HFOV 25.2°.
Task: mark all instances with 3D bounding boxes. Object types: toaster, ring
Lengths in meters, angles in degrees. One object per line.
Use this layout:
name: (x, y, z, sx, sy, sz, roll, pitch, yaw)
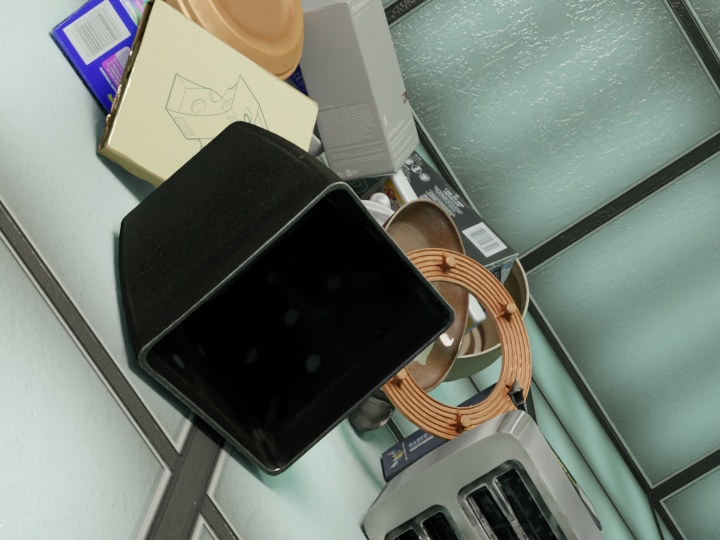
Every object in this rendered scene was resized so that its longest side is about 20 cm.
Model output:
toaster: (0.117, 0.239, 1.505, 0.201, 0.180, 0.119, 59, 12, 2)
ring: (0.093, 0.071, 1.599, 0.199, 0.019, 0.203, 14, 63, -29)

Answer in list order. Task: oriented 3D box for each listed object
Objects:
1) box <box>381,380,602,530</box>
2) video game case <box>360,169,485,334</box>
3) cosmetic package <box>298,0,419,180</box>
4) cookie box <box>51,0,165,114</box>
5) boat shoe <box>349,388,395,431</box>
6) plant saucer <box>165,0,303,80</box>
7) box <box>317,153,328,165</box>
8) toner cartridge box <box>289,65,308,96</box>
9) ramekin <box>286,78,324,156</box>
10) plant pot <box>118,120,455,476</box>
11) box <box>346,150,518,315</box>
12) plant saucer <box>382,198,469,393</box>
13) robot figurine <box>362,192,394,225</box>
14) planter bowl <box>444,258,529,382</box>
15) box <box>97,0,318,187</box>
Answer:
box: (0.139, 0.234, 1.698, 0.201, 0.157, 0.051, 53, 10, -23)
video game case: (0.038, 0.013, 1.856, 0.023, 0.182, 0.201, -17, 73, -44)
cosmetic package: (-0.007, -0.212, 1.794, 0.107, 0.089, 0.202, -55, 135, -58)
cookie box: (-0.203, -0.196, 1.549, 0.172, 0.075, 0.200, 56, 10, -13)
boat shoe: (0.012, 0.126, 1.737, 0.066, 0.058, 0.200, 24, 7, 2)
plant saucer: (-0.124, -0.283, 1.642, 0.199, 0.037, 0.202, 30, 47, -39)
box: (-0.031, -0.081, 2.064, 0.083, 0.068, 0.200, 62, 11, 26)
toner cartridge box: (-0.097, -0.283, 1.815, 0.200, 0.043, 0.096, 46, 18, -51)
ramekin: (-0.130, -0.197, 1.826, 0.201, 0.104, 0.200, 56, 10, -15)
plant pot: (-0.080, 0.002, 1.277, 0.200, 0.199, 0.178, 47, 2, -46)
box: (0.067, -0.027, 1.931, 0.131, 0.115, 0.200, -24, 61, -38)
plant saucer: (0.050, 0.027, 1.670, 0.200, 0.036, 0.203, -2, 92, -58)
robot figurine: (0.000, 0.000, 1.764, 0.112, 0.171, 0.200, 20, -23, 9)
planter bowl: (0.107, 0.058, 2.039, 0.135, 0.198, 0.201, 95, -27, -56)
box: (-0.132, -0.130, 1.456, 0.199, 0.021, 0.165, 31, 59, -31)
